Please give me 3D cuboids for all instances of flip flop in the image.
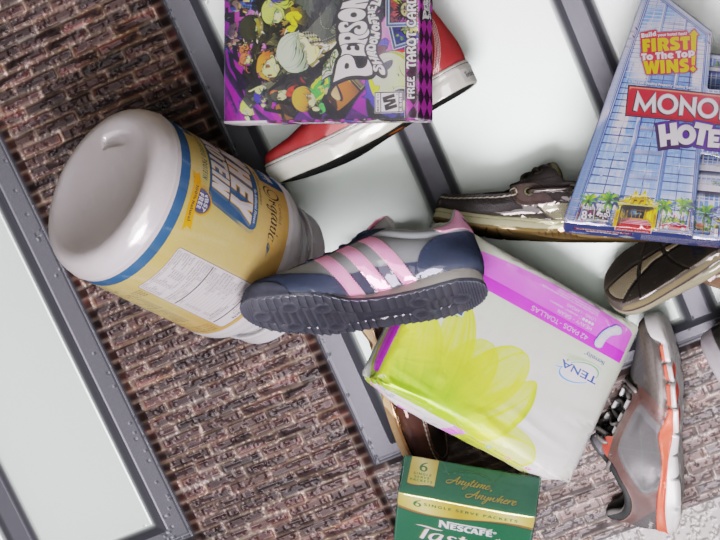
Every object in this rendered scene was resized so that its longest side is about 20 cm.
[{"bbox_3d":[0.301,-0.011,1.574,0.199,0.081,0.058,-27,127,11],"label":"flip flop"}]

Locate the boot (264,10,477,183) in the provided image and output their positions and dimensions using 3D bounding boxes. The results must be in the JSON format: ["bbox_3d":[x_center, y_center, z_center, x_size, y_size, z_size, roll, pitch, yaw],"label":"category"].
[{"bbox_3d":[-0.018,-0.171,1.574,0.199,0.072,0.145,-30,88,20],"label":"boot"}]

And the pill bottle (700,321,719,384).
[{"bbox_3d":[0.391,0.048,1.554,0.199,0.111,0.112,-34,99,15],"label":"pill bottle"}]

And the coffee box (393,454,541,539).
[{"bbox_3d":[0.087,0.241,1.631,0.122,0.044,0.201,11,139,5],"label":"coffee box"}]

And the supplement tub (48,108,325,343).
[{"bbox_3d":[-0.139,-0.031,1.544,0.199,0.145,0.145,28,112,-41],"label":"supplement tub"}]

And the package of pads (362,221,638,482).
[{"bbox_3d":[0.116,0.073,1.577,0.199,0.068,0.156,28,83,-12],"label":"package of pads"}]

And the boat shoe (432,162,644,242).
[{"bbox_3d":[0.161,-0.058,1.581,0.198,0.073,0.066,3,86,7],"label":"boat shoe"}]

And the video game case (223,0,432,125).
[{"bbox_3d":[-0.027,-0.219,1.523,0.180,0.036,0.202,2,92,26],"label":"video game case"}]

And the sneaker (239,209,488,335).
[{"bbox_3d":[0.000,0.000,1.512,0.198,0.070,0.083,-6,61,-1],"label":"sneaker"}]

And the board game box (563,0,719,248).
[{"bbox_3d":[0.271,-0.123,1.509,0.198,0.062,0.202,5,84,7],"label":"board game box"}]

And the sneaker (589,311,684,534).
[{"bbox_3d":[0.237,0.134,1.619,0.081,0.077,0.202,1,105,14],"label":"sneaker"}]

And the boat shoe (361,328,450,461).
[{"bbox_3d":[0.046,0.076,1.626,0.070,0.070,0.202,-14,103,15],"label":"boat shoe"}]
